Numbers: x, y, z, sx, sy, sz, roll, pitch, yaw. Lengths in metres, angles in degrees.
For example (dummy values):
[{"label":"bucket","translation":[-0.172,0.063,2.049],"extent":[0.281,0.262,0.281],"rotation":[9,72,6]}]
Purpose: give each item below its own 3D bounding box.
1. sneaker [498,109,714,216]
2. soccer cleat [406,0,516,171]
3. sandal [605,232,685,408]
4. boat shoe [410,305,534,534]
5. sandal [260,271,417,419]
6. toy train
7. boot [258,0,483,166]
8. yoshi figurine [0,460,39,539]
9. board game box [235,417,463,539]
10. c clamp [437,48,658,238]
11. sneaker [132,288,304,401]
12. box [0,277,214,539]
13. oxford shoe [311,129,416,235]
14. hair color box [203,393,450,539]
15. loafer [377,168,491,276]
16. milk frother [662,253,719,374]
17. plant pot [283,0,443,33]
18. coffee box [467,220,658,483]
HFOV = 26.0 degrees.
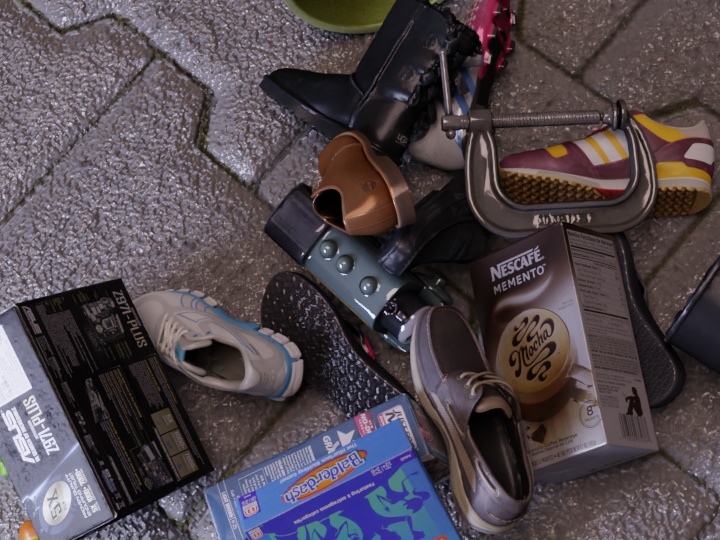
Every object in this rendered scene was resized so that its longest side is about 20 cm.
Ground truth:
[{"label":"sneaker","translation":[0.226,-0.103,1.445],"extent":[0.199,0.075,0.090],"rotation":[5,65,6]},{"label":"soccer cleat","translation":[0.093,-0.191,1.501],"extent":[0.086,0.070,0.201],"rotation":[4,68,24]},{"label":"sandal","translation":[0.231,0.034,1.404],"extent":[0.076,0.043,0.201],"rotation":[-33,64,29]},{"label":"boat shoe","translation":[0.103,0.117,1.306],"extent":[0.074,0.073,0.201],"rotation":[-9,71,-32]},{"label":"sandal","translation":[-0.017,0.084,1.439],"extent":[0.200,0.045,0.075],"rotation":[47,110,9]},{"label":"toy train","translation":[0.000,0.000,1.419],"extent":[0.200,0.114,0.085],"rotation":[44,99,22]},{"label":"boot","translation":[0.011,-0.194,1.483],"extent":[0.198,0.073,0.163],"rotation":[35,95,37]},{"label":"yoshi figurine","translation":[-0.302,0.149,1.441],"extent":[0.112,0.112,0.201],"rotation":[-14,65,13]},{"label":"board game box","translation":[0.007,0.235,1.299],"extent":[0.152,0.200,0.045],"rotation":[-27,35,1]},{"label":"c clamp","translation":[0.167,-0.112,1.384],"extent":[0.199,0.027,0.172],"rotation":[3,79,-4]},{"label":"sneaker","translation":[-0.152,0.065,1.430],"extent":[0.199,0.087,0.075],"rotation":[17,99,31]},{"label":"box","translation":[-0.242,0.122,1.369],"extent":[0.086,0.164,0.201],"rotation":[-29,86,26]},{"label":"oxford shoe","translation":[-0.015,-0.075,1.361],"extent":[0.071,0.200,0.072],"rotation":[-21,107,-8]},{"label":"hair color box","translation":[-0.024,0.184,1.357],"extent":[0.200,0.100,0.061],"rotation":[-27,67,11]},{"label":"loafer","translation":[0.081,-0.037,1.396],"extent":[0.070,0.200,0.068],"rotation":[46,124,5]},{"label":"milk frother","translation":[0.382,0.025,1.282],"extent":[0.188,0.200,0.181],"rotation":[34,71,10]},{"label":"plant pot","translation":[-0.005,-0.373,1.536],"extent":[0.199,0.200,0.190],"rotation":[-19,57,4]},{"label":"coffee box","translation":[0.174,0.073,1.355],"extent":[0.113,0.080,0.201],"rotation":[-27,63,39]}]
